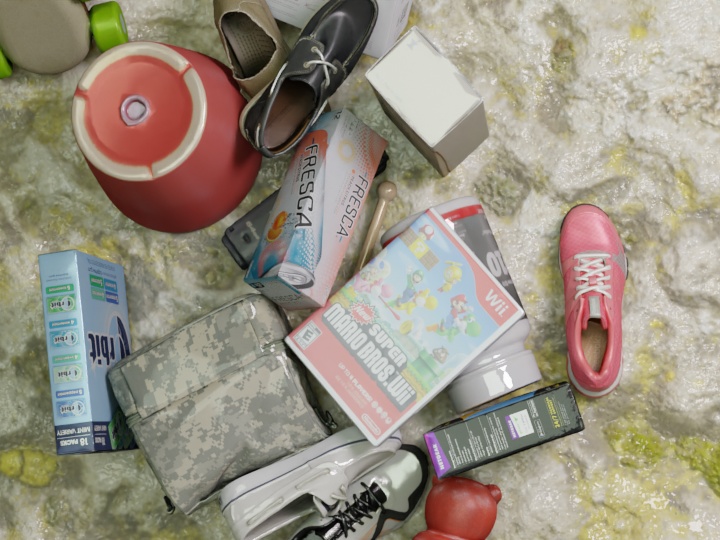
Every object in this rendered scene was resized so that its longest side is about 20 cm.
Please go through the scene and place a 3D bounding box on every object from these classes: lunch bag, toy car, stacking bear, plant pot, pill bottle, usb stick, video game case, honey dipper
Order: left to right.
[{"bbox_3d":[-0.354,-0.331,1.785,0.163,0.158,0.201,-13,54,2],"label":"toy car"},{"bbox_3d":[-0.211,-0.150,1.706,0.198,0.177,0.203,-1,84,8],"label":"plant pot"},{"bbox_3d":[-0.142,0.140,1.687,0.199,0.139,0.169,-27,78,3],"label":"lunch bag"},{"bbox_3d":[-0.059,-0.077,1.752,0.199,0.033,0.056,-37,82,2],"label":"usb stick"},{"bbox_3d":[0.000,0.000,1.737,0.038,0.038,0.202,19,85,8],"label":"honey dipper"},{"bbox_3d":[0.043,0.056,1.620,0.200,0.017,0.143,-42,81,2],"label":"video game case"},{"bbox_3d":[0.087,0.309,1.664,0.120,0.114,0.202,13,82,8],"label":"stacking bear"},{"bbox_3d":[0.106,0.036,1.681,0.113,0.114,0.202,-23,83,4],"label":"pill bottle"}]

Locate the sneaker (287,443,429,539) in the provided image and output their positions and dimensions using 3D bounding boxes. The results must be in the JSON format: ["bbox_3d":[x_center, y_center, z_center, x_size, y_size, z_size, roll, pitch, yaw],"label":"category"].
[{"bbox_3d":[-0.006,0.258,1.691,0.200,0.080,0.074,-44,80,0],"label":"sneaker"}]

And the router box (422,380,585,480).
[{"bbox_3d":[0.144,0.156,1.621,0.148,0.200,0.052,-20,84,5],"label":"router box"}]

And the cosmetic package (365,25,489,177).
[{"bbox_3d":[0.071,-0.167,1.661,0.073,0.200,0.104,-42,81,2],"label":"cosmetic package"}]

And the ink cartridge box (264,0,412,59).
[{"bbox_3d":[-0.037,-0.342,1.702,0.198,0.177,0.084,23,43,8],"label":"ink cartridge box"}]

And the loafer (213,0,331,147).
[{"bbox_3d":[-0.099,-0.207,1.722,0.076,0.068,0.201,-27,107,23],"label":"loafer"}]

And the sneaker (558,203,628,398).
[{"bbox_3d":[0.244,0.028,1.678,0.073,0.087,0.202,-4,84,5],"label":"sneaker"}]

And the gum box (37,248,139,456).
[{"bbox_3d":[-0.279,0.088,1.694,0.044,0.170,0.202,-8,84,7],"label":"gum box"}]

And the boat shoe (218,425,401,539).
[{"bbox_3d":[-0.043,0.217,1.653,0.198,0.072,0.066,-20,60,-11],"label":"boat shoe"}]

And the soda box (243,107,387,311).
[{"bbox_3d":[-0.044,-0.062,1.660,0.068,0.063,0.201,34,64,-31],"label":"soda box"}]

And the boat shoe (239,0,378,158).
[{"bbox_3d":[-0.044,-0.200,1.664,0.072,0.068,0.201,36,97,-21],"label":"boat shoe"}]
